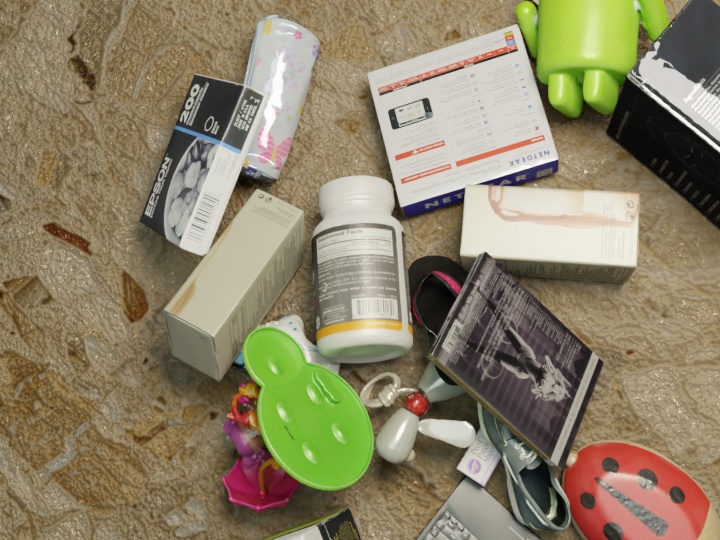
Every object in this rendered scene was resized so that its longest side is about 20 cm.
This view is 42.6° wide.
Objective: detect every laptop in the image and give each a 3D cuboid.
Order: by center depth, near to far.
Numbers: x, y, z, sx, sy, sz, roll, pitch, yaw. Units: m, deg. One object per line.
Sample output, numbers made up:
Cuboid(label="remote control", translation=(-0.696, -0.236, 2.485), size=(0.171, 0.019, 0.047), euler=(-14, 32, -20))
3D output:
Cuboid(label="laptop", translation=(0.127, 0.360, 1.020), size=(0.177, 0.103, 0.201), euler=(40, 80, 11))

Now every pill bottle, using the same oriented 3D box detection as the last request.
Cuboid(label="pill bottle", translation=(0.000, 0.000, 1.095), size=(0.114, 0.117, 0.204), euler=(-7, 72, 9))

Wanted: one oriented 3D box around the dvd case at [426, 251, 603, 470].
Cuboid(label="dvd case", translation=(0.175, 0.098, 1.012), size=(0.199, 0.016, 0.150), euler=(41, 57, -13))

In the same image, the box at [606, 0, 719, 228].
Cuboid(label="box", translation=(0.389, -0.162, 1.009), size=(0.196, 0.200, 0.124), euler=(41, 89, 12))

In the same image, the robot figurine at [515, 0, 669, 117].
Cuboid(label="robot figurine", translation=(0.262, -0.284, 1.066), size=(0.173, 0.115, 0.205), euler=(0, 84, 36))

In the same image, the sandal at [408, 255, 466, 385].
Cuboid(label="sandal", translation=(0.093, 0.043, 1.061), size=(0.074, 0.045, 0.202), euler=(-33, 38, 15))

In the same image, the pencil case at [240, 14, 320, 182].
Cuboid(label="pencil case", translation=(-0.117, -0.213, 1.163), size=(0.089, 0.083, 0.204), euler=(20, 85, -16))

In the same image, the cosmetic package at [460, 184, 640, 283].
Cuboid(label="cosmetic package", translation=(0.218, -0.042, 1.075), size=(0.195, 0.103, 0.089), euler=(4, 80, 9))

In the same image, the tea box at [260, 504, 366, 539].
Cuboid(label="tea box", translation=(-0.055, 0.388, 1.014), size=(0.132, 0.196, 0.204), euler=(-23, 78, 14))

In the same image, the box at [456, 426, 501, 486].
Cuboid(label="box", translation=(0.180, 0.156, 1.087), size=(0.041, 0.039, 0.202), euler=(31, 89, 12))

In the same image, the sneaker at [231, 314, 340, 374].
Cuboid(label="sneaker", translation=(-0.112, 0.090, 1.138), size=(0.196, 0.075, 0.088), euler=(20, 80, 3))

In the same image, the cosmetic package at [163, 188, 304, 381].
Cuboid(label="cosmetic package", translation=(-0.144, 0.015, 1.087), size=(0.070, 0.106, 0.201), euler=(25, 56, 13))

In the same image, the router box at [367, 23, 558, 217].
Cuboid(label="router box", translation=(0.122, -0.182, 1.128), size=(0.196, 0.049, 0.183), euler=(-15, 75, 8))

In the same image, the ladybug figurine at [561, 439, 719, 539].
Cuboid(label="ladybug figurine", translation=(0.313, 0.271, 1.032), size=(0.198, 0.072, 0.137), euler=(32, 89, 12))

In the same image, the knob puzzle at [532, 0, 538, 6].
Cuboid(label="knob puzzle", translation=(0.294, -0.396, 1.132), size=(0.215, 0.030, 0.225), euler=(1, 94, 17))

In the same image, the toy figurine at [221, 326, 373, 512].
Cuboid(label="toy figurine", translation=(-0.108, 0.195, 1.071), size=(0.201, 0.149, 0.184), euler=(54, 131, 9))

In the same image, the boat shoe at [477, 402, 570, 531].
Cuboid(label="boat shoe", translation=(0.188, 0.201, 1.031), size=(0.072, 0.061, 0.204), euler=(-25, 105, -25))

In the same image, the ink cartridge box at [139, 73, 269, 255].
Cuboid(label="ink cartridge box", translation=(-0.204, -0.137, 1.123), size=(0.199, 0.043, 0.202), euler=(24, 93, 55))

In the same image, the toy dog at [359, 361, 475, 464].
Cuboid(label="toy dog", translation=(0.104, 0.145, 1.077), size=(0.199, 0.132, 0.096), euler=(-40, 120, 8))
